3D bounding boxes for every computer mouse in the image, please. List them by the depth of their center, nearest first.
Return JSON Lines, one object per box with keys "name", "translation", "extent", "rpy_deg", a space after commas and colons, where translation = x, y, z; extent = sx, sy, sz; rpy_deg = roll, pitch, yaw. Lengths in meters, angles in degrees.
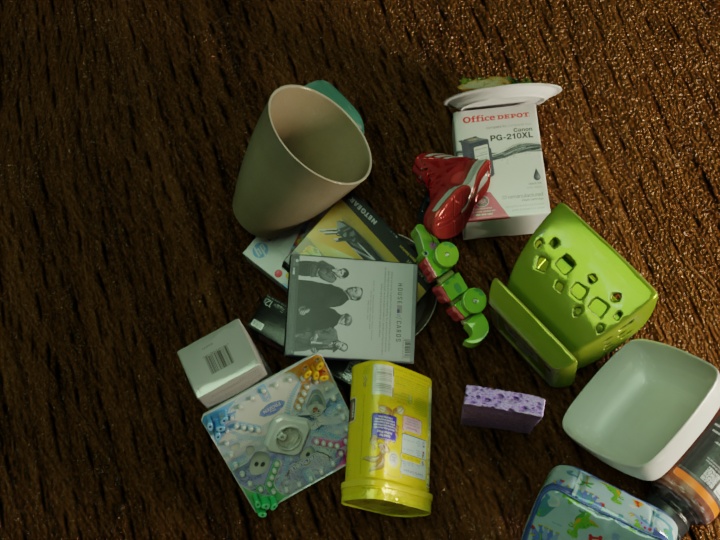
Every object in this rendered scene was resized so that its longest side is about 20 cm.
{"name": "computer mouse", "translation": [0.108, -0.063, 1.505], "extent": [0.058, 0.034, 0.203], "rpy_deg": [27, 74, -7]}

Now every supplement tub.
{"name": "supplement tub", "translation": [0.489, 0.287, 1.315], "extent": [0.107, 0.107, 0.200], "rpy_deg": [42, 79, 19]}

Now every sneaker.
{"name": "sneaker", "translation": [0.117, -0.119, 1.421], "extent": [0.114, 0.080, 0.200], "rpy_deg": [15, 34, 26]}

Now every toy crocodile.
{"name": "toy crocodile", "translation": [0.133, 0.021, 1.386], "extent": [0.061, 0.067, 0.202], "rpy_deg": [-31, 88, -17]}

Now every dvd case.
{"name": "dvd case", "translation": [-0.013, 0.059, 1.377], "extent": [0.195, 0.025, 0.154], "rpy_deg": [5, 81, -8]}

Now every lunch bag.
{"name": "lunch bag", "translation": [0.328, 0.382, 1.277], "extent": [0.197, 0.082, 0.163], "rpy_deg": [25, 117, 16]}

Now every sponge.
{"name": "sponge", "translation": [0.202, 0.204, 1.329], "extent": [0.109, 0.200, 0.030], "rpy_deg": [8, 73, 7]}

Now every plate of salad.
{"name": "plate of salad", "translation": [0.233, -0.296, 1.517], "extent": [0.195, 0.200, 0.049], "rpy_deg": [-6, 89, 4]}

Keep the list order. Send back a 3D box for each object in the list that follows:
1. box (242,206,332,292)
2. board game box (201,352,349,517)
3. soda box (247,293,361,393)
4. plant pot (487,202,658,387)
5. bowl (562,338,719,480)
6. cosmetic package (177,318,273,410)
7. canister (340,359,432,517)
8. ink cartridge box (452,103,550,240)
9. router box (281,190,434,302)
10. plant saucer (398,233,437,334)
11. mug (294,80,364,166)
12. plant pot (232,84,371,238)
{"name": "box", "translation": [-0.069, -0.024, 1.498], "extent": [0.199, 0.041, 0.157], "rpy_deg": [36, 77, 18]}
{"name": "board game box", "translation": [-0.107, 0.249, 1.363], "extent": [0.197, 0.203, 0.026], "rpy_deg": [-28, 27, -6]}
{"name": "soda box", "translation": [-0.079, 0.118, 1.461], "extent": [0.197, 0.071, 0.064], "rpy_deg": [28, 73, 15]}
{"name": "plant pot", "translation": [0.304, 0.053, 1.381], "extent": [0.181, 0.199, 0.200], "rpy_deg": [-41, 71, -4]}
{"name": "bowl", "translation": [0.414, 0.209, 1.334], "extent": [0.200, 0.075, 0.199], "rpy_deg": [-45, 27, -11]}
{"name": "cosmetic package", "translation": [-0.190, 0.165, 1.386], "extent": [0.106, 0.201, 0.086], "rpy_deg": [-28, 66, -7]}
{"name": "canister", "translation": [0.044, 0.250, 1.361], "extent": [0.086, 0.147, 0.204], "rpy_deg": [-19, 58, 42]}
{"name": "ink cartridge box", "translation": [0.231, -0.165, 1.526], "extent": [0.141, 0.085, 0.204], "rpy_deg": [-5, 69, 4]}
{"name": "router box", "translation": [0.000, 0.000, 1.428], "extent": [0.200, 0.052, 0.158], "rpy_deg": [43, 77, -1]}
{"name": "plant saucer", "translation": [0.030, 0.035, 1.502], "extent": [0.195, 0.032, 0.204], "rpy_deg": [-3, 69, 6]}
{"name": "mug", "translation": [-0.071, -0.213, 1.557], "extent": [0.151, 0.186, 0.114], "rpy_deg": [-32, 68, -35]}
{"name": "plant pot", "translation": [-0.113, -0.147, 1.417], "extent": [0.200, 0.185, 0.190], "rpy_deg": [-44, 63, 37]}
